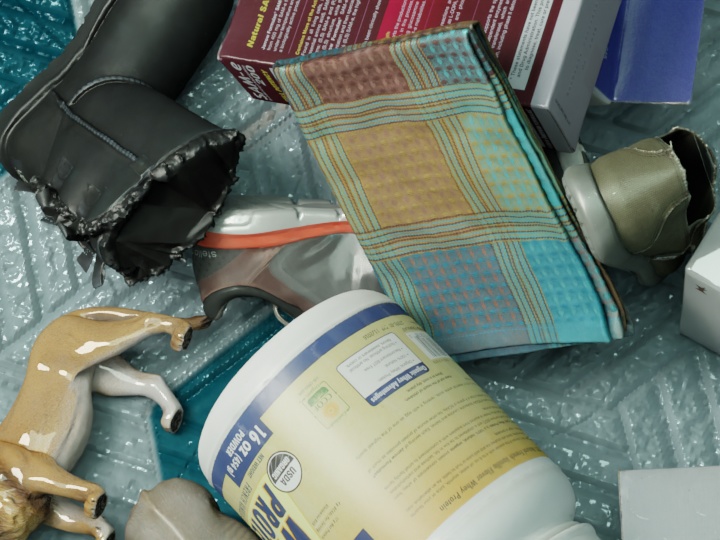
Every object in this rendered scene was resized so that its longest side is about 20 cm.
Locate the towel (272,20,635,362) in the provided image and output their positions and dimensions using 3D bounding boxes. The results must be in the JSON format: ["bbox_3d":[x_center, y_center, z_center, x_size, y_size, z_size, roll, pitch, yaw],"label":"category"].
[{"bbox_3d":[0.047,-0.036,1.492,0.147,0.200,0.022,-9,29,40],"label":"towel"}]

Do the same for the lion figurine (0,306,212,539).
[{"bbox_3d":[-0.177,0.086,1.582,0.122,0.072,0.200,19,60,21],"label":"lion figurine"}]

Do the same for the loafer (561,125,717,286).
[{"bbox_3d":[0.167,-0.036,1.509,0.070,0.200,0.075,-23,86,15],"label":"loafer"}]

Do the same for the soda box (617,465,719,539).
[{"bbox_3d":[0.176,0.208,1.491,0.068,0.063,0.200,-3,70,5],"label":"soda box"}]

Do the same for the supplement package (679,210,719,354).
[{"bbox_3d":[0.276,-0.035,1.534,0.121,0.120,0.200,30,77,13],"label":"supplement package"}]

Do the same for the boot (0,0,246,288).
[{"bbox_3d":[-0.117,-0.093,1.591,0.198,0.073,0.162,-46,39,-4],"label":"boot"}]

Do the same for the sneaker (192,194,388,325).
[{"bbox_3d":[0.000,0.000,1.595,0.200,0.077,0.082,1,101,3],"label":"sneaker"}]

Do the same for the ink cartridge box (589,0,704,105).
[{"bbox_3d":[0.098,-0.188,1.583,0.200,0.047,0.198,0,64,22],"label":"ink cartridge box"}]

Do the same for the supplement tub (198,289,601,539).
[{"bbox_3d":[0.025,0.124,1.496,0.144,0.144,0.200,-42,71,-8],"label":"supplement tub"}]

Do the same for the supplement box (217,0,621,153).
[{"bbox_3d":[0.034,-0.138,1.525,0.200,0.061,0.109,12,72,24],"label":"supplement box"}]

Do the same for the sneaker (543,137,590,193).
[{"bbox_3d":[0.077,-0.080,1.607,0.085,0.074,0.200,-27,61,3],"label":"sneaker"}]

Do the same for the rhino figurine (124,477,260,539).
[{"bbox_3d":[-0.055,0.189,1.512,0.060,0.087,0.200,-43,71,-8],"label":"rhino figurine"}]
